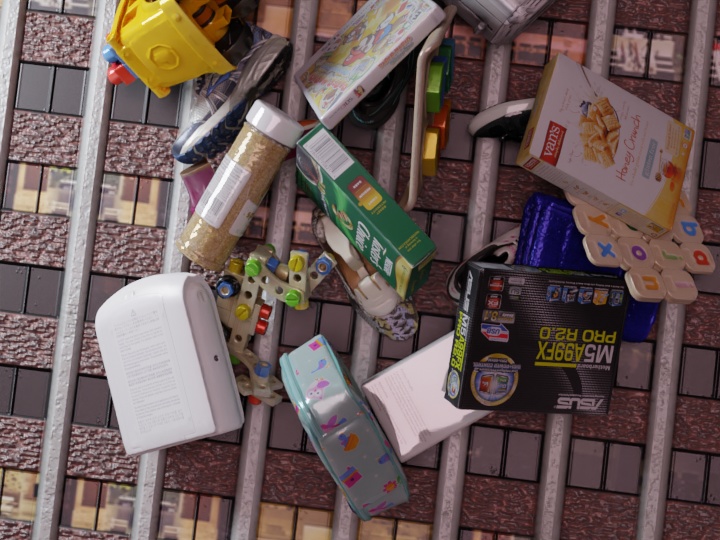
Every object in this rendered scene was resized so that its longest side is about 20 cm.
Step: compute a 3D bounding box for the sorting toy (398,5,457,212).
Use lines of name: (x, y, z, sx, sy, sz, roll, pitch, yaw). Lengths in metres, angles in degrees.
sorting toy: (0.084, -0.186, 1.521, 0.036, 0.186, 0.203, 10, 116, 6)

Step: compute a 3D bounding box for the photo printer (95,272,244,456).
photo printer: (-0.232, 0.108, 1.581, 0.165, 0.069, 0.203, -19, 85, 33)

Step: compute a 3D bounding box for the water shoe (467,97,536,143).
water shoe: (0.230, -0.167, 1.601, 0.197, 0.072, 0.080, -7, 85, 2)

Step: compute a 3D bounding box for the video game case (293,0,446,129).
video game case: (0.005, -0.261, 1.551, 0.182, 0.200, 0.023, -44, 115, 7)

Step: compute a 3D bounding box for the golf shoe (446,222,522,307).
golf shoe: (0.194, -0.015, 1.586, 0.198, 0.092, 0.073, -32, 84, -1)

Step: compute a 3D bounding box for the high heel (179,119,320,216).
high heel: (-0.118, -0.114, 1.632, 0.197, 0.068, 0.097, -22, 110, 0)

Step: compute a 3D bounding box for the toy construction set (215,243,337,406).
toy construction set: (-0.116, 0.056, 1.589, 0.129, 0.092, 0.203, 19, 98, 5)

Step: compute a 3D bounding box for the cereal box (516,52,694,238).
cereal box: (0.287, -0.144, 1.537, 0.198, 0.039, 0.146, 26, 64, -14)

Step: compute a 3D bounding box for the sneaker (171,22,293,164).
sneaker: (-0.172, -0.220, 1.631, 0.085, 0.077, 0.201, 37, 82, 14)

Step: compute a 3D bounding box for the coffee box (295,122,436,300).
coffee box: (0.004, -0.066, 1.523, 0.044, 0.123, 0.200, -40, 79, -14)

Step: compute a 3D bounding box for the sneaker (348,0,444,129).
sneaker: (0.047, -0.267, 1.612, 0.075, 0.079, 0.202, 24, 86, 6)

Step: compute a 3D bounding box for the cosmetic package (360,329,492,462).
cosmetic package: (0.110, 0.134, 1.585, 0.198, 0.085, 0.109, -28, 87, 0)

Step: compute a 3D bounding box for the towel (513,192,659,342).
towel: (0.274, -0.002, 1.562, 0.197, 0.049, 0.150, 12, 86, -25)

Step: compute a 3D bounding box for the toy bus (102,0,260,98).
toy bus: (-0.231, -0.308, 1.599, 0.190, 0.202, 0.136, -23, 130, 29)

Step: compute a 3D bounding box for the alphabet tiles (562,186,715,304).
alphabet tiles: (0.325, -0.051, 1.553, 0.193, 0.015, 0.202, 3, 57, -30)

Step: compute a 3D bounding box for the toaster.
toaster: (0.184, -0.369, 1.590, 0.129, 0.114, 0.200, 46, 73, 0)

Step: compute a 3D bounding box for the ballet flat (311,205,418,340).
ballet flat: (0.000, 0.000, 1.605, 0.072, 0.072, 0.202, -32, 86, 1)

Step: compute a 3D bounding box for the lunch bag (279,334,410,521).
lunch bag: (-0.019, 0.182, 1.533, 0.076, 0.161, 0.202, -29, 120, -3)

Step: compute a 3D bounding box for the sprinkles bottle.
sprinkles bottle: (-0.143, -0.099, 1.563, 0.068, 0.068, 0.202, 32, 99, 4)

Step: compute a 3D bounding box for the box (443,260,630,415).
box: (0.202, 0.078, 1.502, 0.197, 0.044, 0.163, 5, 100, -21)
